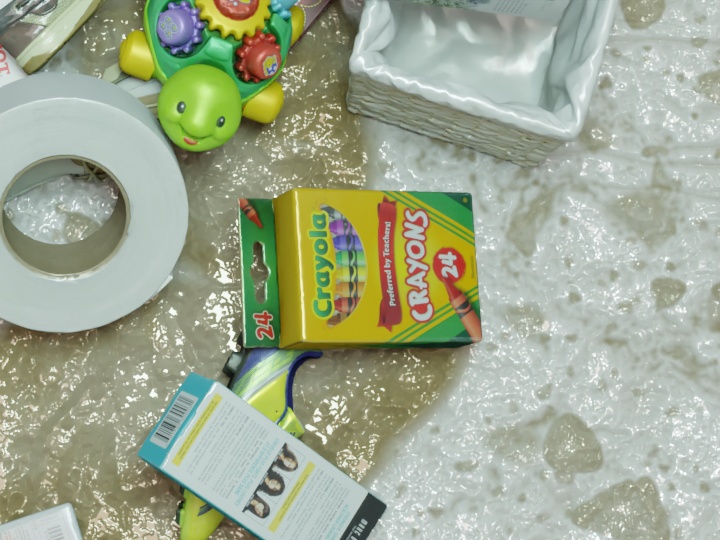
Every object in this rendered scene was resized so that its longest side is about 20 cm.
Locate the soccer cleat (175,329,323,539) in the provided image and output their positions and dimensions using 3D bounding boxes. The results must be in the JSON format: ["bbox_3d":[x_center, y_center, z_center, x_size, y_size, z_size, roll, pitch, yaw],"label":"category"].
[{"bbox_3d":[-0.092,0.139,1.488,0.083,0.065,0.201,23,80,-4],"label":"soccer cleat"}]

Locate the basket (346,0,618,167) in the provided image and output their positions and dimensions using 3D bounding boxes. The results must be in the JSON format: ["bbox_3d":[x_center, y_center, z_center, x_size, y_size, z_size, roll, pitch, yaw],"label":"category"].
[{"bbox_3d":[0.101,-0.213,1.507,0.197,0.161,0.201,17,81,-3],"label":"basket"}]

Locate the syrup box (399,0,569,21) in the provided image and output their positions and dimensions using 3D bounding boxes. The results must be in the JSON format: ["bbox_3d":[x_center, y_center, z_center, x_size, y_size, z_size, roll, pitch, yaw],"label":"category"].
[{"bbox_3d":[0.070,-0.253,1.390,0.199,0.079,0.082,6,80,-6],"label":"syrup box"}]

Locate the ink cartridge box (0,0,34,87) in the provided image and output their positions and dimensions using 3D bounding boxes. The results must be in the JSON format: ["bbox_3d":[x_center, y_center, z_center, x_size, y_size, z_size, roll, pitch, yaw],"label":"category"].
[{"bbox_3d":[-0.378,-0.187,1.494,0.199,0.084,0.146,-15,84,-7],"label":"ink cartridge box"}]

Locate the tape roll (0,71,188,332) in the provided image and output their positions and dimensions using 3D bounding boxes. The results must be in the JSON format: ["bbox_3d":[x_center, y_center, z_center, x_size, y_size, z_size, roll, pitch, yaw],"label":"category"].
[{"bbox_3d":[-0.239,-0.054,1.450,0.201,0.071,0.204,-5,113,-11],"label":"tape roll"}]

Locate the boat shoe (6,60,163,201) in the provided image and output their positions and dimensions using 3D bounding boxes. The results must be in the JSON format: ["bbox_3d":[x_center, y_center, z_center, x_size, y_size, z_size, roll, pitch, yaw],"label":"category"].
[{"bbox_3d":[-0.227,-0.111,1.504,0.200,0.075,0.069,-36,81,-10],"label":"boat shoe"}]

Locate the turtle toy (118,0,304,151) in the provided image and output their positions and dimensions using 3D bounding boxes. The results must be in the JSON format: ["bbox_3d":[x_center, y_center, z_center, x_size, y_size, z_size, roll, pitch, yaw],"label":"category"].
[{"bbox_3d":[-0.118,-0.183,1.469,0.145,0.101,0.201,18,66,-13],"label":"turtle toy"}]

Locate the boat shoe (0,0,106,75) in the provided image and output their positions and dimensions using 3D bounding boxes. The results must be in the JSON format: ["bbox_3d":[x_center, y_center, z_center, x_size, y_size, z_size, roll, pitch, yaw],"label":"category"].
[{"bbox_3d":[-0.225,-0.250,1.461,0.066,0.072,0.201,42,69,-18],"label":"boat shoe"}]

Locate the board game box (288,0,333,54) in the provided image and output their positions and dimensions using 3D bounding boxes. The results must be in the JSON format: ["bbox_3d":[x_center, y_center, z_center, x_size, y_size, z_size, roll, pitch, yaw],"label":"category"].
[{"bbox_3d":[-0.076,-0.252,1.567,0.103,0.019,0.200,38,80,0],"label":"board game box"}]

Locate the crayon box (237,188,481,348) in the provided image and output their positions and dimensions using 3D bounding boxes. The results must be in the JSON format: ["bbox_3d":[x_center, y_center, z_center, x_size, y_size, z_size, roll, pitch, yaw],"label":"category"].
[{"bbox_3d":[0.000,0.000,1.484,0.199,0.051,0.128,0,81,-26],"label":"crayon box"}]

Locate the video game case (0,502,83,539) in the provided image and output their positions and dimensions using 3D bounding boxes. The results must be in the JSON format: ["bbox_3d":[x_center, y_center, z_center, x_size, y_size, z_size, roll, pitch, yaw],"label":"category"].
[{"bbox_3d":[-0.292,0.313,1.465,0.181,0.023,0.201,-18,85,-8],"label":"video game case"}]

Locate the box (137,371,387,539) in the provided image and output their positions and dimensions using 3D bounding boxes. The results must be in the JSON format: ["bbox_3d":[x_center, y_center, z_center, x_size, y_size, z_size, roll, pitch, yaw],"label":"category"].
[{"bbox_3d":[-0.076,0.169,1.447,0.200,0.049,0.083,40,77,-29],"label":"box"}]
